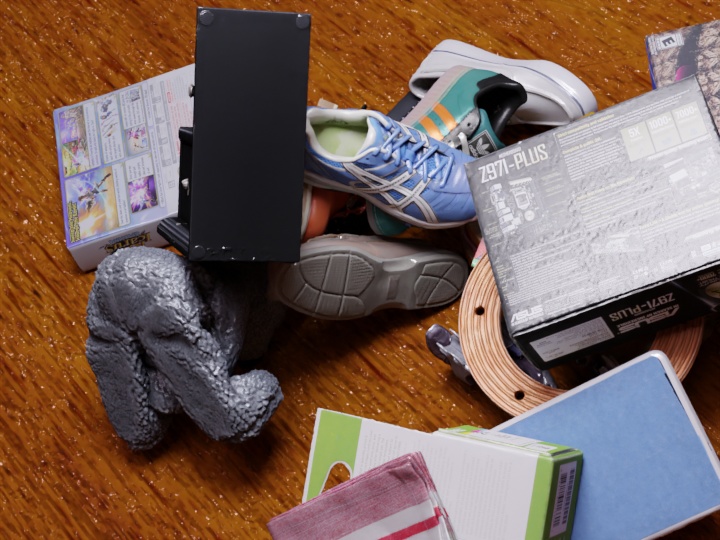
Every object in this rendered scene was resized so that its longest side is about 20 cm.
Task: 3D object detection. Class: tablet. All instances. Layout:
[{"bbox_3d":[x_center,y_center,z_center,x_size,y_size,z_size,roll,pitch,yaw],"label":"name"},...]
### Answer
[{"bbox_3d":[0.174,0.161,1.198,0.200,0.014,0.130,-29,78,21],"label":"tablet"}]

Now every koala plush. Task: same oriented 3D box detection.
[{"bbox_3d":[-0.130,0.034,1.373,0.177,0.184,0.200,-7,21,40],"label":"koala plush"}]

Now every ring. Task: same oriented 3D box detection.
[{"bbox_3d":[0.179,0.039,1.257,0.200,0.019,0.201,-7,64,14],"label":"ring"}]

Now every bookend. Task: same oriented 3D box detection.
[{"bbox_3d":[-0.111,-0.117,1.296,0.092,0.200,0.199,1,8,-15],"label":"bookend"}]

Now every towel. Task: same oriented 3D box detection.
[{"bbox_3d":[0.022,0.254,1.161,0.144,0.023,0.200,-29,76,23],"label":"towel"}]

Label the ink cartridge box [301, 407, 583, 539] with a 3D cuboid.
[{"bbox_3d":[0.058,0.192,1.201,0.200,0.076,0.148,10,93,26],"label":"ink cartridge box"}]

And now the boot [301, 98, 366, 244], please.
[{"bbox_3d":[-0.013,-0.080,1.415,0.107,0.075,0.200,24,38,-5],"label":"boot"}]

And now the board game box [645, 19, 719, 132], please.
[{"bbox_3d":[0.370,-0.144,1.375,0.200,0.097,0.160,-12,52,10],"label":"board game box"}]

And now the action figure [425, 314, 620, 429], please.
[{"bbox_3d":[0.146,0.107,1.283,0.130,0.069,0.200,-37,55,-17],"label":"action figure"}]

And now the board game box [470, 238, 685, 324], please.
[{"bbox_3d":[0.203,-0.020,1.298,0.200,0.019,0.103,16,70,22],"label":"board game box"}]

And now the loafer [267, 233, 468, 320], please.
[{"bbox_3d":[0.000,0.000,1.366,0.200,0.072,0.063,1,28,-33],"label":"loafer"}]

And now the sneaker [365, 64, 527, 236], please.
[{"bbox_3d":[0.079,-0.110,1.386,0.080,0.071,0.200,11,56,39],"label":"sneaker"}]

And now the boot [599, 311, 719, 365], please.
[{"bbox_3d":[0.289,0.023,1.310,0.200,0.074,0.075,-30,72,-2],"label":"boot"}]

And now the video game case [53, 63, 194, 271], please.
[{"bbox_3d":[-0.216,-0.110,1.574,0.181,0.045,0.200,-17,51,4],"label":"video game case"}]

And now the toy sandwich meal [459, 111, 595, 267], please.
[{"bbox_3d":[0.183,-0.060,1.390,0.205,0.070,0.205,-9,53,12],"label":"toy sandwich meal"}]

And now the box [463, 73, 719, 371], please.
[{"bbox_3d":[0.201,-0.035,1.214,0.200,0.086,0.164,-21,61,14],"label":"box"}]

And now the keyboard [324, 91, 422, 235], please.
[{"bbox_3d":[-0.001,-0.105,1.505,0.104,0.040,0.200,30,67,32],"label":"keyboard"}]

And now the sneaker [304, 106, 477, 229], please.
[{"bbox_3d":[0.027,-0.089,1.310,0.200,0.077,0.076,13,73,-2],"label":"sneaker"}]

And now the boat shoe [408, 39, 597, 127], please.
[{"bbox_3d":[0.134,-0.166,1.487,0.200,0.074,0.065,20,56,41],"label":"boat shoe"}]
